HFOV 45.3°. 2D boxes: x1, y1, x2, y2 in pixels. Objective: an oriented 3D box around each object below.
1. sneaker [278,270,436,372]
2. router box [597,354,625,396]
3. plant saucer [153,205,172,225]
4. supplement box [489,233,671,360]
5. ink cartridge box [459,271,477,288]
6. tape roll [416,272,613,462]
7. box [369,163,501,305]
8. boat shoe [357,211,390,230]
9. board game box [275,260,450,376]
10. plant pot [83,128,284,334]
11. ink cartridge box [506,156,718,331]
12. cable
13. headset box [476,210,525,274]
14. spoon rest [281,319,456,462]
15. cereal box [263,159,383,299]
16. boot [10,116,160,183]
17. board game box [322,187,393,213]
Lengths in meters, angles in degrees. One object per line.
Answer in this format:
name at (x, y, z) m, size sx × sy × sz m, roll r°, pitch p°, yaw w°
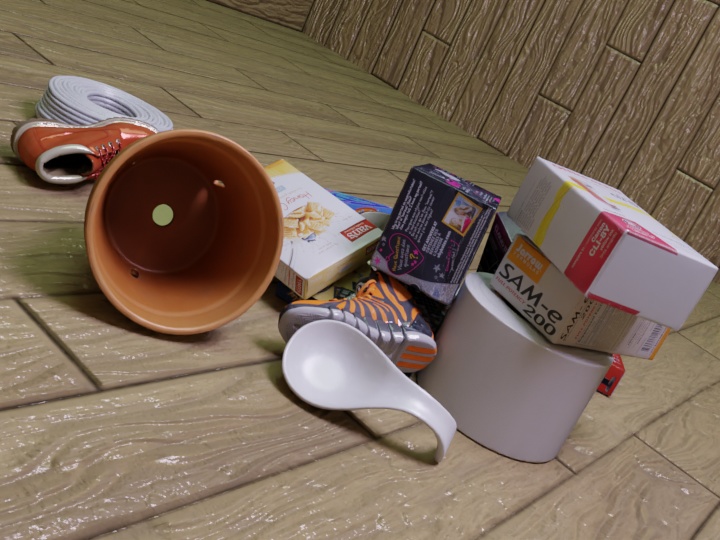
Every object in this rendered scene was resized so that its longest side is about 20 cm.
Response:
sneaker at (-0.011, 0.052, 0.994) m, size 0.197 × 0.078 × 0.113 m, roll 16°, pitch 35°, yaw -29°
router box at (0.328, 0.106, 1.400) m, size 0.177 × 0.049 × 0.200 m, roll 27°, pitch 18°, yaw 1°
plant saucer at (-0.231, -0.066, 1.120) m, size 0.197 × 0.031 × 0.200 m, roll 24°, pitch 18°, yaw -8°
supplement box at (0.268, 0.034, 1.025) m, size 0.198 × 0.074 × 0.126 m, roll 12°, pitch 24°, yaw -38°
ink cartridge box at (0.208, 0.099, 1.241) m, size 0.199 × 0.044 × 0.173 m, roll 35°, pitch 51°, yaw 23°
tape roll at (0.184, 0.112, 1.043) m, size 0.200 × 0.141 × 0.203 m, roll 24°, pitch 19°, yaw -9°
box at (0.097, -0.052, 1.085) m, size 0.113 × 0.134 × 0.200 m, roll 26°, pitch 12°, yaw 7°
boat shoe at (0.058, -0.042, 1.239) m, size 0.198 × 0.072 × 0.063 m, roll 19°, pitch 16°, yaw -35°
board game box at (0.010, 0.032, 1.097) m, size 0.198 × 0.035 × 0.136 m, roll 31°, pitch 45°, yaw 9°
plant pot at (-0.194, -0.048, 0.903) m, size 0.197 × 0.203 × 0.140 m, roll 17°, pitch 3°, yaw -26°
ink cartridge box at (0.273, -0.035, 0.966) m, size 0.143 × 0.084 × 0.201 m, roll 17°, pitch 22°, yaw -26°
cable at (-0.375, -0.221, 1.275) m, size 0.197 × 0.070 × 0.200 m, roll 17°, pitch 21°, yaw -28°
headset box at (0.243, -0.005, 1.174) m, size 0.146 × 0.202 × 0.078 m, roll -6°, pitch 51°, yaw -16°
spoon rest at (0.012, 0.120, 0.883) m, size 0.198 × 0.061 × 0.100 m, roll 30°, pitch 57°, yaw 3°
cereal box at (-0.086, -0.058, 1.100) m, size 0.199 × 0.040 × 0.143 m, roll 36°, pitch 47°, yaw 27°
boot at (-0.332, -0.146, 1.102) m, size 0.197 × 0.076 × 0.107 m, roll -8°, pitch 30°, yaw -35°
board game box at (-0.067, -0.103, 1.343) m, size 0.198 × 0.046 × 0.151 m, roll 19°, pitch 11°, yaw 37°
